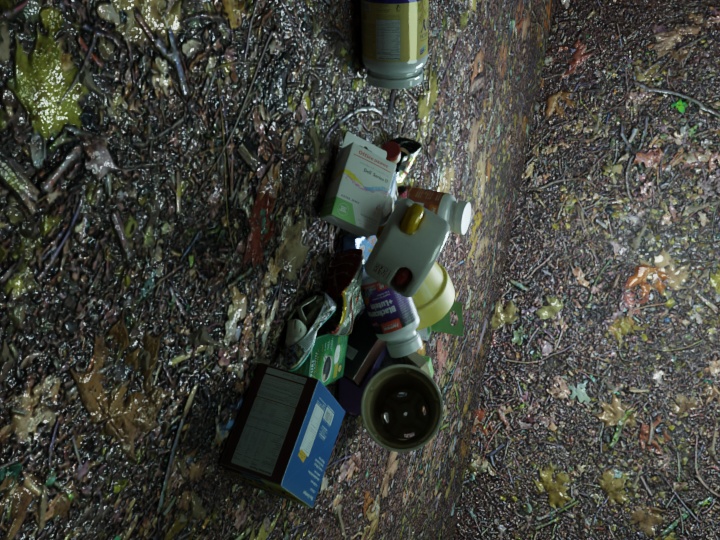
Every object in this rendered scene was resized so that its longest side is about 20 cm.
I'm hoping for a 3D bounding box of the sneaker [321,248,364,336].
[{"bbox_3d":[-0.032,0.048,1.599,0.082,0.077,0.204,32,71,-52],"label":"sneaker"}]

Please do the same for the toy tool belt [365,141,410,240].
[{"bbox_3d":[0.044,-0.179,1.648,0.123,0.122,0.204,79,31,-69],"label":"toy tool belt"}]

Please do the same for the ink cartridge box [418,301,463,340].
[{"bbox_3d":[0.194,0.138,2.072,0.147,0.196,0.048,80,31,-42],"label":"ink cartridge box"}]

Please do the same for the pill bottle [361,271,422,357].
[{"bbox_3d":[0.072,0.092,1.665,0.111,0.110,0.204,-36,107,-59],"label":"pill bottle"}]

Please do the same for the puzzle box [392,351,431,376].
[{"bbox_3d":[0.130,0.248,1.841,0.025,0.133,0.202,-39,145,-15],"label":"puzzle box"}]

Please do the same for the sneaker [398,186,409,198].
[{"bbox_3d":[0.080,-0.143,1.772,0.200,0.079,0.076,-55,143,-59],"label":"sneaker"}]

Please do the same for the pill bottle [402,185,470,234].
[{"bbox_3d":[0.185,-0.154,1.901,0.112,0.196,0.115,12,90,-68],"label":"pill bottle"}]

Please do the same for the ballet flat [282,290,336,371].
[{"bbox_3d":[-0.116,0.114,1.477,0.202,0.071,0.073,-58,151,-42],"label":"ballet flat"}]

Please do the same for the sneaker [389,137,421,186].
[{"bbox_3d":[0.089,-0.256,1.792,0.201,0.077,0.092,-51,155,-40],"label":"sneaker"}]

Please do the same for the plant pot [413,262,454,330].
[{"bbox_3d":[0.127,0.020,1.877,0.203,0.197,0.191,-61,138,-37],"label":"plant pot"}]

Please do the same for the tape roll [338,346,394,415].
[{"bbox_3d":[0.022,0.274,1.865,0.199,0.083,0.205,13,90,-69],"label":"tape roll"}]

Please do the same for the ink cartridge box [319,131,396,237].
[{"bbox_3d":[0.001,-0.186,1.519,0.115,0.067,0.204,21,77,-24],"label":"ink cartridge box"}]

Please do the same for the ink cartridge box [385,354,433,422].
[{"bbox_3d":[0.103,0.330,2.016,0.085,0.142,0.202,74,34,-49],"label":"ink cartridge box"}]

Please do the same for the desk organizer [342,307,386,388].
[{"bbox_3d":[0.015,0.175,1.755,0.202,0.071,0.077,-57,155,-16],"label":"desk organizer"}]

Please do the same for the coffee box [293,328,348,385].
[{"bbox_3d":[-0.087,0.192,1.600,0.199,0.043,0.126,-13,112,-67],"label":"coffee box"}]

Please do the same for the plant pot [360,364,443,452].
[{"bbox_3d":[0.108,0.346,1.784,0.184,0.196,0.205,64,41,-73],"label":"plant pot"}]

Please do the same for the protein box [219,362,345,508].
[{"bbox_3d":[-0.143,0.322,1.399,0.199,0.132,0.203,63,44,-59],"label":"protein box"}]

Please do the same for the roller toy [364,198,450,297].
[{"bbox_3d":[0.092,-0.051,1.529,0.185,0.138,0.200,-61,180,6],"label":"roller toy"}]

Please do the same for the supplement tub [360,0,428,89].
[{"bbox_3d":[0.072,-0.499,1.511,0.146,0.142,0.204,-50,145,-50],"label":"supplement tub"}]

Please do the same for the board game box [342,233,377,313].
[{"bbox_3d":[0.000,0.000,1.732,0.151,0.036,0.205,-35,133,-60],"label":"board game box"}]
